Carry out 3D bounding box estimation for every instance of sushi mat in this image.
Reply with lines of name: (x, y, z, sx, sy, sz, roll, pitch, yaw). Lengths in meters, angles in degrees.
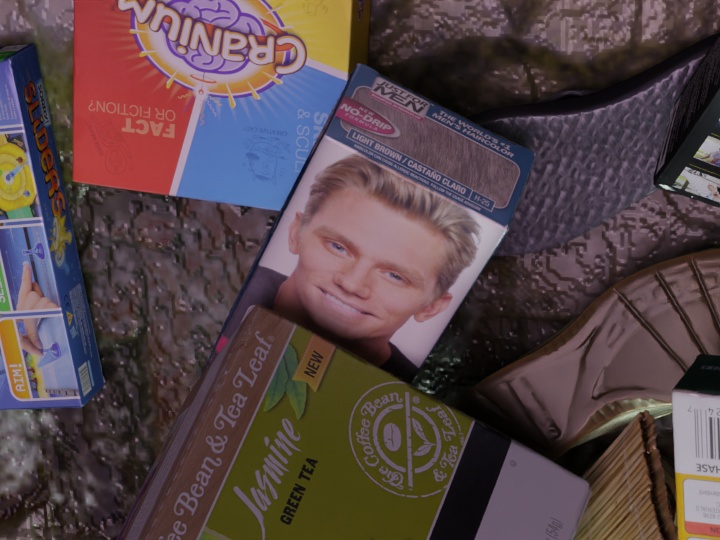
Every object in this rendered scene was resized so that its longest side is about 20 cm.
sushi mat: (0.103, 0.163, 1.158, 0.012, 0.096, 0.200, 13, 137, -22)

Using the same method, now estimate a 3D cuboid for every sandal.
sandal: (0.119, -0.062, 1.139, 0.200, 0.043, 0.076, -17, 111, 12)

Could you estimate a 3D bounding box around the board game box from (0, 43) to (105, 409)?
board game box: (-0.227, -0.020, 1.257, 0.135, 0.034, 0.200, -3, 108, 19)

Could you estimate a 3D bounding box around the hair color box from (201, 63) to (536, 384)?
hair color box: (0.000, 0.000, 1.140, 0.100, 0.061, 0.200, 26, 136, -2)

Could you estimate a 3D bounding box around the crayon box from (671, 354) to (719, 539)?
crayon box: (0.214, 0.143, 1.050, 0.126, 0.052, 0.200, 4, 110, 24)

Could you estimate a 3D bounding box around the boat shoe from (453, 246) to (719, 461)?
boat shoe: (0.138, 0.046, 1.166, 0.201, 0.063, 0.073, -34, 84, 18)

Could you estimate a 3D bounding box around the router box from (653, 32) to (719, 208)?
router box: (0.247, -0.051, 1.027, 0.200, 0.149, 0.051, 18, 73, 0)

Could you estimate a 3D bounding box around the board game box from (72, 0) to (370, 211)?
board game box: (-0.071, -0.135, 1.164, 0.153, 0.040, 0.200, 8, 112, 14)

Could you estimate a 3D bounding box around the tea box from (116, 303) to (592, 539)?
tea box: (-0.023, 0.162, 1.111, 0.197, 0.200, 0.134, 27, 148, -7)

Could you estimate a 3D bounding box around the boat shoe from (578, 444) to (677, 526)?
boat shoe: (0.115, 0.189, 1.212, 0.072, 0.068, 0.200, 21, 114, 9)
